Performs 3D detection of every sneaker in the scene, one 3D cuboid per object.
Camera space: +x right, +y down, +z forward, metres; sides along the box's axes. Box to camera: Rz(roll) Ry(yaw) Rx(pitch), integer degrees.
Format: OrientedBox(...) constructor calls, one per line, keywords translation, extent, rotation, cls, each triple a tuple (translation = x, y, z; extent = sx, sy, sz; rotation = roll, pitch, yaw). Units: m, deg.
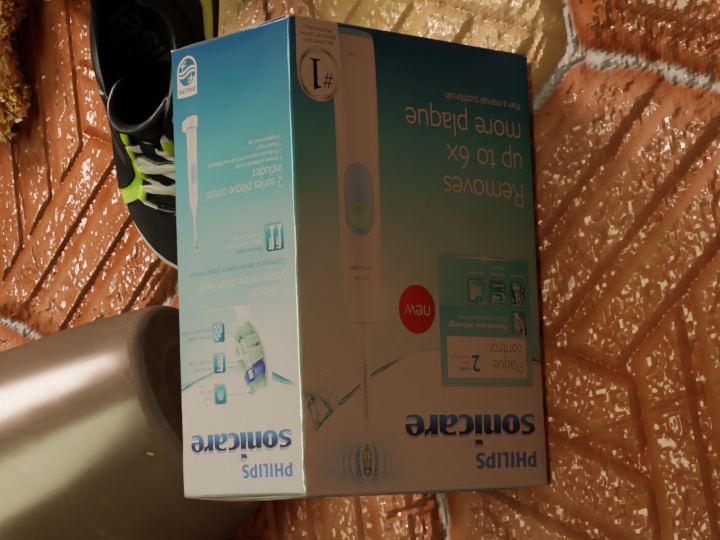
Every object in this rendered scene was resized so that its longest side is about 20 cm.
OrientedBox(translation=(-0.108, -0.078, 0.992), extent=(0.072, 0.083, 0.200), rotation=(3, 120, 18), cls="sneaker")

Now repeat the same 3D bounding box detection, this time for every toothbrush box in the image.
OrientedBox(translation=(0.000, 0.000, 0.871), extent=(0.085, 0.146, 0.200), rotation=(-8, 81, 47), cls="toothbrush box")

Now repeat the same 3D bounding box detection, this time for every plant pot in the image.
OrientedBox(translation=(-0.142, 0.105, 1.012), extent=(0.175, 0.200, 0.200), rotation=(-32, 63, 21), cls="plant pot")

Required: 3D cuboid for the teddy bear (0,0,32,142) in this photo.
OrientedBox(translation=(-0.238, -0.176, 1.203), extent=(0.145, 0.067, 0.200), rotation=(39, 116, 39), cls="teddy bear")
